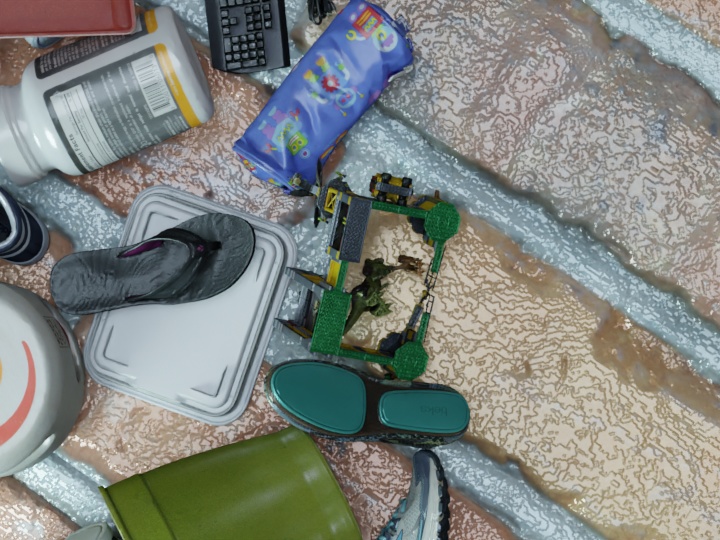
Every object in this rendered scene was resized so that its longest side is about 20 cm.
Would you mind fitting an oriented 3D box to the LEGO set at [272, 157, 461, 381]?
[{"bbox_3d":[0.000,0.000,1.754,0.152,0.116,0.202,1,102,-24],"label":"LEGO set"}]

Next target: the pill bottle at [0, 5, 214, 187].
[{"bbox_3d":[-0.246,-0.159,1.762,0.198,0.116,0.117,-22,85,3],"label":"pill bottle"}]

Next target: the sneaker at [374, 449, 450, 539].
[{"bbox_3d":[0.034,0.264,1.738,0.085,0.078,0.203,7,87,8],"label":"sneaker"}]

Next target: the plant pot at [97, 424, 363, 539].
[{"bbox_3d":[-0.107,0.239,1.703,0.192,0.200,0.202,-28,85,-9],"label":"plant pot"}]

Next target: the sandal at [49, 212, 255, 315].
[{"bbox_3d":[-0.192,0.000,1.739,0.198,0.048,0.076,-16,86,5],"label":"sandal"}]

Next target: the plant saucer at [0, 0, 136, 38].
[{"bbox_3d":[-0.314,-0.295,1.724,0.197,0.037,0.202,-4,69,-15],"label":"plant saucer"}]

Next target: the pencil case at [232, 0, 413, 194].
[{"bbox_3d":[-0.030,-0.161,1.764,0.087,0.078,0.200,40,91,4],"label":"pencil case"}]

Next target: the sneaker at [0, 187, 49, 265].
[{"bbox_3d":[-0.390,-0.071,1.770,0.199,0.109,0.071,29,89,5],"label":"sneaker"}]

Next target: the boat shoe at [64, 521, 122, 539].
[{"bbox_3d":[-0.287,0.292,1.742,0.199,0.075,0.062,-29,107,28],"label":"boat shoe"}]

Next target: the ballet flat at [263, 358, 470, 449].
[{"bbox_3d":[0.000,0.128,1.717,0.198,0.074,0.075,14,88,-15],"label":"ballet flat"}]

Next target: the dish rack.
[{"bbox_3d":[-0.164,0.032,1.781,0.170,0.044,0.202,19,89,5],"label":"dish rack"}]

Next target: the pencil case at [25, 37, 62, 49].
[{"bbox_3d":[-0.340,-0.305,1.794,0.200,0.091,0.083,48,118,6],"label":"pencil case"}]

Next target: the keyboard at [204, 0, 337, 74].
[{"bbox_3d":[-0.091,-0.292,1.805,0.125,0.021,0.203,-7,87,4],"label":"keyboard"}]

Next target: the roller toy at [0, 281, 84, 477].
[{"bbox_3d":[-0.352,0.098,1.743,0.180,0.140,0.202,17,88,4],"label":"roller toy"}]
